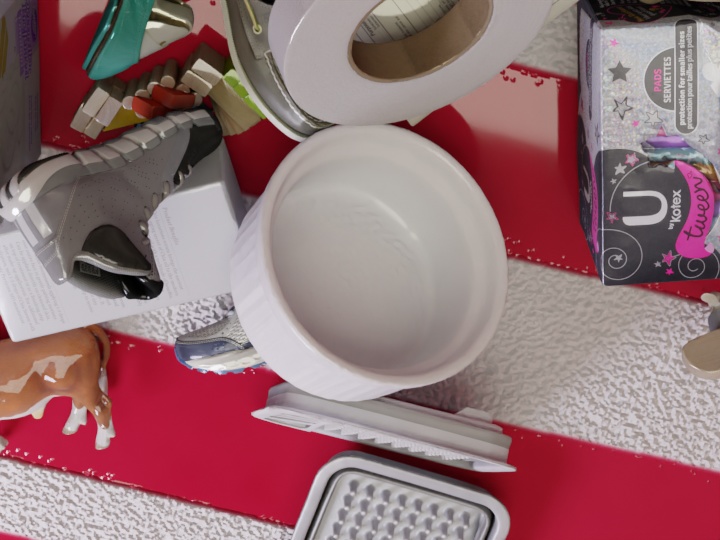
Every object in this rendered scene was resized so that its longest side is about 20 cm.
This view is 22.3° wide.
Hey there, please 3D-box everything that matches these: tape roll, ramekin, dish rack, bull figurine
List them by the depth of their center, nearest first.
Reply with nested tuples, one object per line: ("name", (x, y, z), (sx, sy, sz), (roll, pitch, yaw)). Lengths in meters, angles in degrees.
("tape roll", (0.036, -0.176, 1.241), (0.202, 0.037, 0.203), (-18, 150, -11))
("ramekin", (0.000, 0.000, 1.353), (0.200, 0.201, 0.098), (32, 151, -14))
("dish rack", (0.020, 0.118, 1.453), (0.199, 0.172, 0.044), (16, 80, -8))
("bull figurine", (-0.293, 0.100, 1.477), (0.199, 0.065, 0.122), (-13, 117, 6))
("dish rack", (0.020, 0.246, 1.555), (0.171, 0.044, 0.201), (17, 115, -8))

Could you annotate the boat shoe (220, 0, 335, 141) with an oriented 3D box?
("boat shoe", (-0.060, -0.192, 1.323), (0.072, 0.060, 0.203), (-23, 93, -33))

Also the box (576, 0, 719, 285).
("box", (0.223, -0.106, 1.366), (0.114, 0.132, 0.201), (-4, 113, 1))

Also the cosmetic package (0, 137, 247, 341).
("cosmetic package", (-0.188, -0.024, 1.412), (0.199, 0.071, 0.102), (-12, 125, 5))

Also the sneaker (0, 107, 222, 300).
("sneaker", (-0.158, -0.037, 1.301), (0.075, 0.200, 0.116), (-36, 82, 48))

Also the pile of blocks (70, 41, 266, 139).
("pile of blocks", (-0.124, -0.127, 1.385), (0.199, 0.062, 0.082), (-18, 112, 6))

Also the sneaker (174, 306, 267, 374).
("sneaker", (-0.060, 0.016, 1.451), (0.199, 0.077, 0.086), (-22, 103, -1))

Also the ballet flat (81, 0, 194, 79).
("ballet flat", (-0.147, -0.204, 1.320), (0.070, 0.068, 0.200), (20, 133, -8))

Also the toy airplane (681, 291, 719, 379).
("toy airplane", (0.371, 0.025, 1.424), (0.199, 0.141, 0.200), (24, 79, 3))

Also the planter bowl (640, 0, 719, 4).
("planter bowl", (0.231, -0.270, 1.277), (0.134, 0.201, 0.200), (-27, 113, 30))

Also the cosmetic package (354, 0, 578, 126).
("cosmetic package", (0.085, -0.212, 1.349), (0.200, 0.073, 0.104), (-35, 110, 13))

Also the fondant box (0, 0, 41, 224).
("fondant box", (-0.275, -0.120, 1.308), (0.058, 0.200, 0.145), (3, 113, -1))
